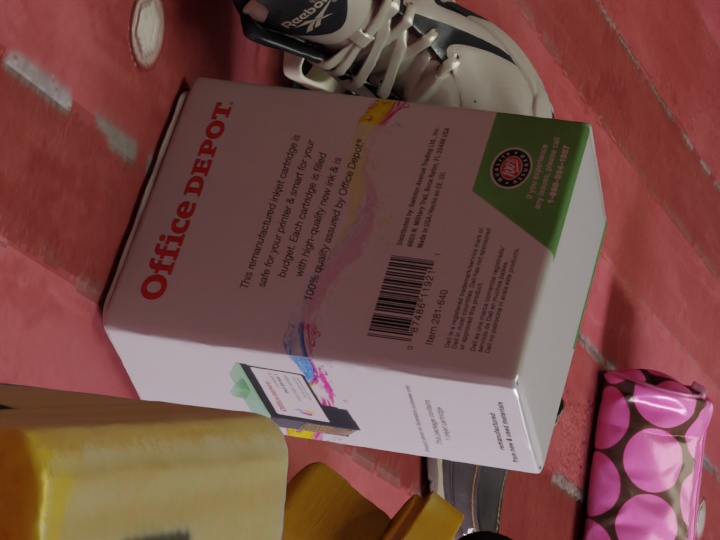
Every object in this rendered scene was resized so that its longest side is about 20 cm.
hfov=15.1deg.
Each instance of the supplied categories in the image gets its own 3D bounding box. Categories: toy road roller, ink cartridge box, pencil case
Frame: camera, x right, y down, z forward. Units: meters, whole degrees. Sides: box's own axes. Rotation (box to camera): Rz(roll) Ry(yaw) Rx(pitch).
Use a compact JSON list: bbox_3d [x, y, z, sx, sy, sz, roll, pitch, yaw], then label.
[{"bbox_3d":[-0.011,0.196,1.443,0.200,0.146,0.123,-52,178,32],"label":"toy road roller"},{"bbox_3d":[0.000,0.000,1.258,0.084,0.199,0.146,72,30,-54],"label":"ink cartridge box"},{"bbox_3d":[0.219,0.176,2.069,0.091,0.093,0.202,10,86,-70],"label":"pencil case"}]

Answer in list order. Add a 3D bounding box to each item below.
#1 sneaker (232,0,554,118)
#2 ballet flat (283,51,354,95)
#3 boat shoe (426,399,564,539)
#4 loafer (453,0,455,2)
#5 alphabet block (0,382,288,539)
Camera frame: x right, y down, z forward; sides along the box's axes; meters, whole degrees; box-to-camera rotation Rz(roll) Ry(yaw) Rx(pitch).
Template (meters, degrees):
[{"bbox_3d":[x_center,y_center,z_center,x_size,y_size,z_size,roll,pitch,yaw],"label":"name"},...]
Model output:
[{"bbox_3d":[0.001,-0.111,1.286,0.200,0.079,0.129,55,25,8],"label":"sneaker"},{"bbox_3d":[-0.017,-0.091,1.405,0.070,0.067,0.202,-12,108,-44],"label":"ballet flat"},{"bbox_3d":[0.087,0.081,1.702,0.074,0.073,0.202,-22,116,-68],"label":"boat shoe"},{"bbox_3d":[0.015,-0.201,1.443,0.072,0.062,0.201,-65,152,-44],"label":"loafer"},{"bbox_3d":[-0.151,0.136,0.889,0.200,0.194,0.198,5,89,-69],"label":"alphabet block"}]
